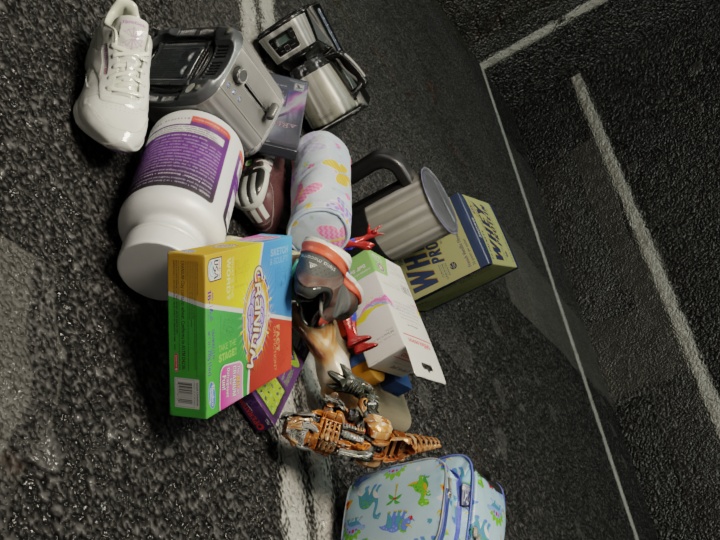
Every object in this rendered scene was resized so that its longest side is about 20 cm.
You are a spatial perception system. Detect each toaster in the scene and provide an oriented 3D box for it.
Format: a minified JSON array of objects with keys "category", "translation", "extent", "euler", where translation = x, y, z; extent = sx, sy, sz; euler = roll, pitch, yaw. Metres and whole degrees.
[{"category":"toaster","translation":[-0.188,-0.209,1.038],"extent":[0.129,0.199,0.114],"euler":[46,61,-46]}]

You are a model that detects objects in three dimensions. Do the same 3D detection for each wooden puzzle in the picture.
[{"category":"wooden puzzle","translation":[0.017,0.126,1.289],"extent":[0.185,0.046,0.201],"euler":[34,36,-53]}]

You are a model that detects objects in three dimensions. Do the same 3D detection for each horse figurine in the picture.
[{"category":"horse figurine","translation":[-0.035,0.122,1.113],"extent":[0.133,0.050,0.202],"euler":[-41,113,-78]}]

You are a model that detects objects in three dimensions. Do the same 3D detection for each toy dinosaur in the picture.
[{"category":"toy dinosaur","translation":[-0.003,0.194,1.016],"extent":[0.200,0.102,0.136],"euler":[37,2,-26]}]

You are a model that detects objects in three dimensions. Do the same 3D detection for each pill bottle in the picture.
[{"category":"pill bottle","translation":[-0.191,-0.069,0.918],"extent":[0.112,0.111,0.201],"euler":[49,31,-35]}]

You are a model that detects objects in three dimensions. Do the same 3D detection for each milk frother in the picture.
[{"category":"milk frother","translation":[0.030,-0.064,1.338],"extent":[0.181,0.187,0.201],"euler":[49,25,-31]}]

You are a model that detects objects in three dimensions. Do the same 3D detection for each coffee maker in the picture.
[{"category":"coffee maker","translation":[-0.083,-0.349,1.517],"extent":[0.201,0.134,0.192],"euler":[61,-2,-12]}]

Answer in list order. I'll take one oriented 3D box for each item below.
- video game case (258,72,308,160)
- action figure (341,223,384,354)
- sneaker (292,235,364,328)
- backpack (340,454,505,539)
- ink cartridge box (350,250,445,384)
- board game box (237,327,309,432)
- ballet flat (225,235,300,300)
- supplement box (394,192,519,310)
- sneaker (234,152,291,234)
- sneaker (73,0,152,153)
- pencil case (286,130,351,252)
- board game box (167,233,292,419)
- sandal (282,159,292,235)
[{"category":"video game case","translation":[-0.149,-0.227,1.211],"extent":[0.142,0.019,0.201],"euler":[12,37,-8]},{"category":"action figure","translation":[0.000,0.000,1.171],"extent":[0.065,0.098,0.201],"euler":[58,10,-68]},{"category":"sneaker","translation":[-0.050,0.030,1.018],"extent":[0.082,0.077,0.200],"euler":[-63,164,-17]},{"category":"backpack","translation":[0.066,0.324,0.998],"extent":[0.147,0.182,0.201],"euler":[40,40,-39]},{"category":"ink cartridge box","translation":[0.042,0.081,1.251],"extent":[0.117,0.067,0.201],"euler":[27,38,-58]},{"category":"board game box","translation":[-0.117,0.089,1.039],"extent":[0.121,0.032,0.200],"euler":[62,20,-16]},{"category":"ballet flat","translation":[-0.108,-0.009,1.060],"extent":[0.062,0.068,0.200],"euler":[40,8,25]},{"category":"supplement box","translation":[0.148,-0.027,1.558],"extent":[0.199,0.199,0.135],"euler":[4,61,-65]},{"category":"sneaker","translation":[-0.130,-0.117,1.208],"extent":[0.201,0.075,0.116],"euler":[-82,152,-49]},{"category":"sneaker","translation":[-0.262,-0.212,0.931],"extent":[0.074,0.100,0.201],"euler":[8,47,-29]},{"category":"pencil case","translation":[-0.057,-0.104,1.163],"extent":[0.083,0.091,0.201],"euler":[38,28,-28]},{"category":"board game box","translation":[-0.126,0.047,0.878],"extent":[0.200,0.040,0.155],"euler":[-23,115,-70]},{"category":"sandal","translation":[-0.092,-0.093,1.271],"extent":[0.048,0.075,0.202],"euler":[85,-1,-66]}]
